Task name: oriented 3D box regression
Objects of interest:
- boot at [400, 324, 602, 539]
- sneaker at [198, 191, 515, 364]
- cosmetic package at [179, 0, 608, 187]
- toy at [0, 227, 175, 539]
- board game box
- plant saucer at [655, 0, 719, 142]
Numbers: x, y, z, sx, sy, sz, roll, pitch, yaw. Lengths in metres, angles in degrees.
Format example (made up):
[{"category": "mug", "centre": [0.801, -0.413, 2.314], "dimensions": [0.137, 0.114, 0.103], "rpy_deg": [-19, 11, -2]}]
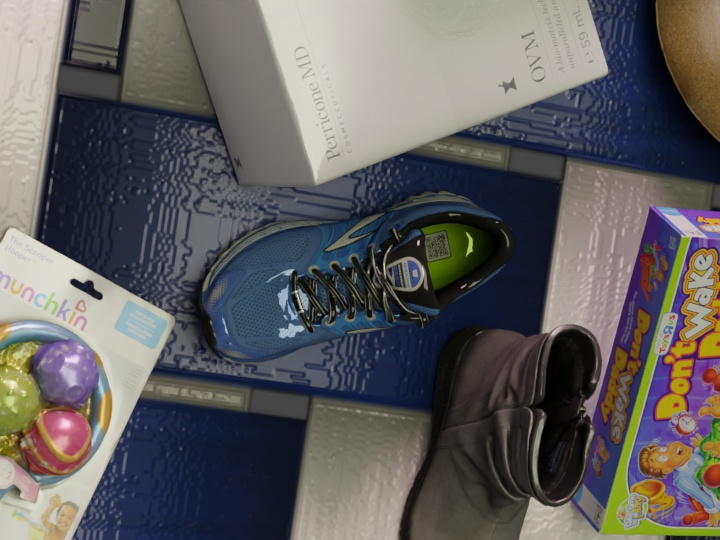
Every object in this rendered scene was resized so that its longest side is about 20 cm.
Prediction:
[{"category": "boot", "centre": [0.083, 0.129, 1.678], "dimensions": [0.070, 0.132, 0.200], "rpy_deg": [2, 91, -24]}, {"category": "sneaker", "centre": [0.000, 0.000, 1.661], "dimensions": [0.200, 0.089, 0.079], "rpy_deg": [-21, 99, -22]}, {"category": "cosmetic package", "centre": [0.007, -0.173, 1.641], "dimensions": [0.200, 0.123, 0.200], "rpy_deg": [-22, 100, -20]}, {"category": "toy", "centre": [-0.186, 0.091, 1.605], "dimensions": [0.115, 0.047, 0.200], "rpy_deg": [30, 80, -23]}, {"category": "board game box", "centre": [0.218, 0.064, 1.743], "dimensions": [0.134, 0.045, 0.200], "rpy_deg": [3, 114, -24]}, {"category": "plant saucer", "centre": [0.280, -0.158, 1.784], "dimensions": [0.200, 0.035, 0.201], "rpy_deg": [5, 77, -21]}]
